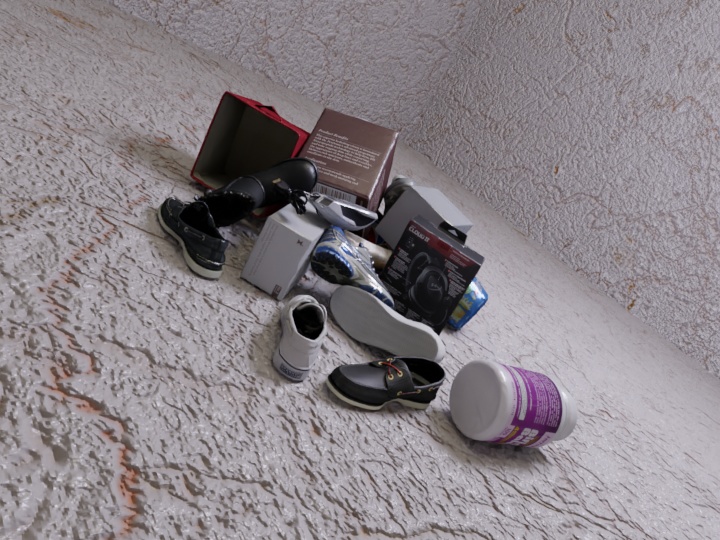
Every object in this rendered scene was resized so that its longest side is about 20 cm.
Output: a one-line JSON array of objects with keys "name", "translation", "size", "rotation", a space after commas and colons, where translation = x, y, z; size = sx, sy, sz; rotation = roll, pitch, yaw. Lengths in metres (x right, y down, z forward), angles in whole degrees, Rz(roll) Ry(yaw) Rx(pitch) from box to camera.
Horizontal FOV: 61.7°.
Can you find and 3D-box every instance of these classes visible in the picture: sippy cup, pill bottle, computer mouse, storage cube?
[{"name": "sippy cup", "translation": [0.189, 0.044, 1.239], "size": [0.130, 0.141, 0.177], "rotation": [45, 47, 14]}, {"name": "pill bottle", "translation": [0.235, 0.204, 0.900], "size": [0.197, 0.114, 0.113], "rotation": [17, 22, -35]}, {"name": "computer mouse", "translation": [-0.052, -0.097, 0.983], "size": [0.197, 0.045, 0.109], "rotation": [14, 11, -40]}, {"name": "storage cube", "translation": [-0.202, -0.230, 1.205], "size": [0.168, 0.203, 0.180], "rotation": [29, 12, 3]}]

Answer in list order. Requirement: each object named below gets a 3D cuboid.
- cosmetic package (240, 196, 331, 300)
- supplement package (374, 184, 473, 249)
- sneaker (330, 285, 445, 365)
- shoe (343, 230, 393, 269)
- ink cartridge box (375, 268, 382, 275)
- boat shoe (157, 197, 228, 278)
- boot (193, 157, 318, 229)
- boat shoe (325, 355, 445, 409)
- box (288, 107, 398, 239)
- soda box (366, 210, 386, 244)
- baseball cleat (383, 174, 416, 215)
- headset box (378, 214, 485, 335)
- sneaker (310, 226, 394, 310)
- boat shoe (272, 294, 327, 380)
[{"name": "cosmetic package", "translation": [-0.113, -0.042, 0.992], "size": [0.080, 0.114, 0.200], "rotation": [30, 16, 2]}, {"name": "supplement package", "translation": [0.133, -0.088, 1.219], "size": [0.117, 0.117, 0.199], "rotation": [46, 19, 12]}, {"name": "sneaker", "translation": [0.046, 0.096, 0.975], "size": [0.197, 0.075, 0.115], "rotation": [31, 0, 21]}, {"name": "shoe", "translation": [0.035, -0.031, 1.153], "size": [0.197, 0.055, 0.069], "rotation": [13, 1, -39]}, {"name": "ink cartridge box", "translation": [0.005, -0.021, 1.251], "size": [0.093, 0.038, 0.200], "rotation": [16, 21, -39]}, {"name": "boat shoe", "translation": [-0.251, -0.070, 0.913], "size": [0.073, 0.067, 0.200], "rotation": [15, 24, -38]}, {"name": "boot", "translation": [-0.176, -0.132, 1.028], "size": [0.193, 0.075, 0.163], "rotation": [-12, 16, 12]}, {"name": "boat shoe", "translation": [0.038, 0.146, 0.822], "size": [0.198, 0.064, 0.074], "rotation": [12, 28, -41]}, {"name": "box", "translation": [-0.036, -0.178, 1.202], "size": [0.162, 0.166, 0.203], "rotation": [19, 53, 6]}, {"name": "soda box", "translation": [0.041, -0.080, 1.324], "size": [0.200, 0.063, 0.071], "rotation": [48, -3, 17]}, {"name": "baseball cleat", "translation": [0.082, -0.173, 1.304], "size": [0.068, 0.109, 0.200], "rotation": [10, -20, -6]}, {"name": "headset box", "translation": [0.119, 0.011, 1.074], "size": [0.147, 0.203, 0.077], "rotation": [32, 18, 10]}, {"name": "sneaker", "translation": [0.000, 0.000, 1.006], "size": [0.200, 0.076, 0.087], "rotation": [47, 41, -38]}, {"name": "boat shoe", "translation": [-0.076, 0.071, 0.825], "size": [0.071, 0.067, 0.201], "rotation": [28, 18, -4]}]
